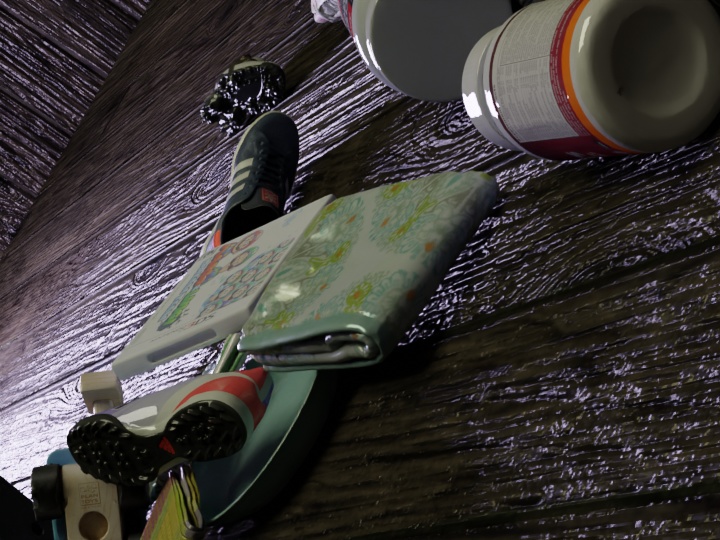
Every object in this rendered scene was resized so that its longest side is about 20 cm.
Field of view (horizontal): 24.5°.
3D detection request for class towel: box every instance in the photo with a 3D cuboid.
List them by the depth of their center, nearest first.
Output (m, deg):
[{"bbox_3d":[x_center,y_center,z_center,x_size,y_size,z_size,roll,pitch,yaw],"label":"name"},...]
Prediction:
[{"bbox_3d":[0.000,0.000,1.281,0.199,0.048,0.172,-8,42,54],"label":"towel"},{"bbox_3d":[-0.169,0.262,1.318,0.144,0.023,0.201,-129,60,-71],"label":"towel"},{"bbox_3d":[-0.152,0.135,1.492,0.153,0.023,0.200,-62,6,-16],"label":"towel"}]

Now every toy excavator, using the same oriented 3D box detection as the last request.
[{"bbox_3d":[-0.235,0.188,1.490,0.200,0.099,0.196,137,126,-84],"label":"toy excavator"}]

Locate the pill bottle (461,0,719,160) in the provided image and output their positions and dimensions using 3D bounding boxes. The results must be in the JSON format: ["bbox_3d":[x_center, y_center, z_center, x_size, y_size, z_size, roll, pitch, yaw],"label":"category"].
[{"bbox_3d":[0.146,-0.128,1.087,0.110,0.109,0.200,-59,17,-9],"label":"pill bottle"}]

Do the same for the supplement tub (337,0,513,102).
[{"bbox_3d":[0.056,-0.233,1.460,0.141,0.140,0.200,-52,18,12],"label":"supplement tub"}]

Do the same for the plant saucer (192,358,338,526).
[{"bbox_3d":[-0.074,0.127,1.348,0.200,0.036,0.200,-49,19,24],"label":"plant saucer"}]

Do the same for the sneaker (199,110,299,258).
[{"bbox_3d":[-0.101,-0.079,1.726,0.084,0.075,0.201,-21,48,63],"label":"sneaker"}]

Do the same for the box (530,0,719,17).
[{"bbox_3d":[0.218,-0.226,1.122,0.142,0.079,0.200,-56,18,-10],"label":"box"}]

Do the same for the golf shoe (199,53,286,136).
[{"bbox_3d":[-0.142,-0.245,2.113,0.200,0.078,0.095,-20,40,60],"label":"golf shoe"}]

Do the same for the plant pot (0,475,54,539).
[{"bbox_3d":[-0.378,0.315,1.599,0.177,0.200,0.200,-31,28,27],"label":"plant pot"}]

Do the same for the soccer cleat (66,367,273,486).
[{"bbox_3d":[-0.156,0.125,1.355,0.199,0.068,0.073,-17,20,35],"label":"soccer cleat"}]

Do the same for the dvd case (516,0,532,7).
[{"bbox_3d":[0.176,-0.311,1.484,0.149,0.016,0.200,-52,17,12],"label":"dvd case"}]

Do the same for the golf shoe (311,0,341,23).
[{"bbox_3d":[-0.018,-0.323,1.942,0.092,0.072,0.200,-59,7,12],"label":"golf shoe"}]

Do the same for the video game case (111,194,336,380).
[{"bbox_3d":[-0.124,0.015,1.555,0.181,0.024,0.200,-23,20,36],"label":"video game case"}]
